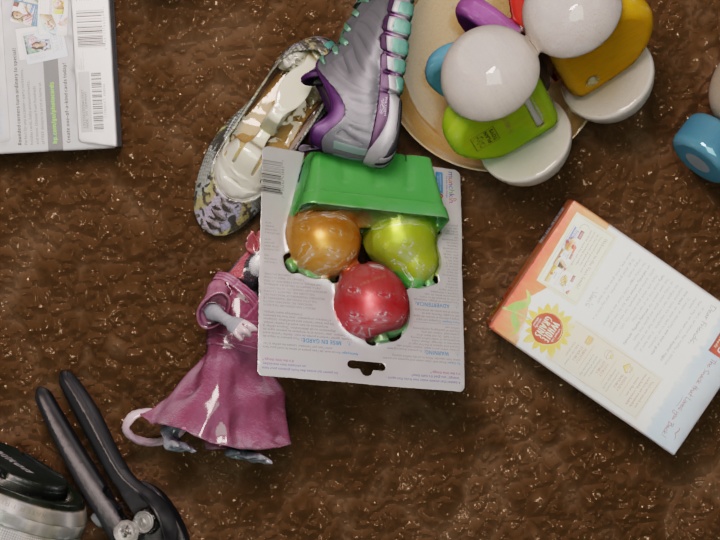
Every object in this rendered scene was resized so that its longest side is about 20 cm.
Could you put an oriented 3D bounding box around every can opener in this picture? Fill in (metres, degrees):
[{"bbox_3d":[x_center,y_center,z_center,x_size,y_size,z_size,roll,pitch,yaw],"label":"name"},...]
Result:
[{"bbox_3d":[-0.224,0.180,1.702,0.063,0.079,0.201,-37,82,-3],"label":"can opener"}]

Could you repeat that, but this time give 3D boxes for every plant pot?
[{"bbox_3d":[0.116,-0.187,1.699,0.198,0.027,0.202,0,93,0],"label":"plant pot"}]

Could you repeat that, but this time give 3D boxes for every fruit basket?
[{"bbox_3d":[0.000,0.000,1.649,0.183,0.094,0.202,5,77,-17],"label":"fruit basket"}]

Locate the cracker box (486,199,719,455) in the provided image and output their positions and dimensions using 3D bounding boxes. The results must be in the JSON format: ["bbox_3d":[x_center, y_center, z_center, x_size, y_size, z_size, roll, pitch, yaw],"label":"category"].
[{"bbox_3d":[0.228,0.048,1.696,0.199,0.058,0.135,35,94,-1],"label":"cracker box"}]

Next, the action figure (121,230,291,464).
[{"bbox_3d":[-0.107,0.064,1.696,0.148,0.133,0.202,-1,78,42],"label":"action figure"}]

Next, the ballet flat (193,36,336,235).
[{"bbox_3d":[-0.084,-0.119,1.683,0.072,0.072,0.201,34,93,-2],"label":"ballet flat"}]

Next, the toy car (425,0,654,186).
[{"bbox_3d":[0.139,-0.184,1.622,0.199,0.175,0.150,-37,58,2],"label":"toy car"}]

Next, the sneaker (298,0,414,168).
[{"bbox_3d":[-0.003,-0.189,1.630,0.087,0.074,0.202,7,74,-4],"label":"sneaker"}]

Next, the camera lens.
[{"bbox_3d":[-0.335,0.254,1.659,0.159,0.160,0.202,23,93,-1],"label":"camera lens"}]

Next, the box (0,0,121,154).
[{"bbox_3d":[-0.312,-0.180,1.693,0.198,0.041,0.158,-3,93,-1],"label":"box"}]

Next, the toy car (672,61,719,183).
[{"bbox_3d":[0.406,-0.107,1.660,0.185,0.177,0.200,-50,120,-11],"label":"toy car"}]
